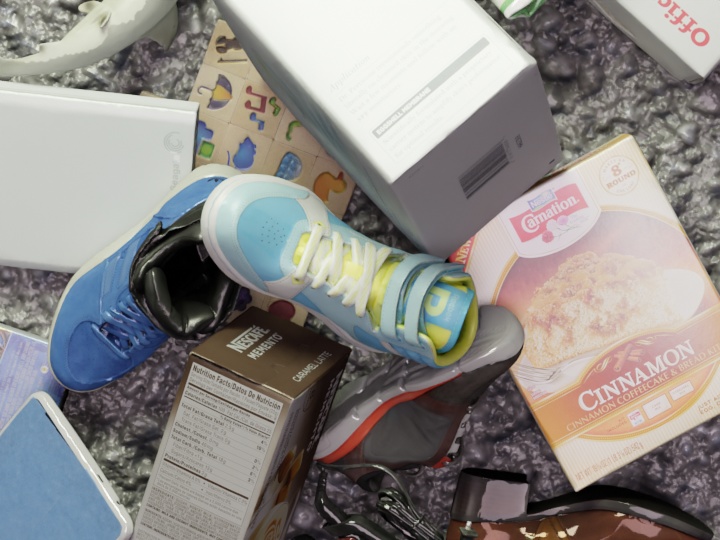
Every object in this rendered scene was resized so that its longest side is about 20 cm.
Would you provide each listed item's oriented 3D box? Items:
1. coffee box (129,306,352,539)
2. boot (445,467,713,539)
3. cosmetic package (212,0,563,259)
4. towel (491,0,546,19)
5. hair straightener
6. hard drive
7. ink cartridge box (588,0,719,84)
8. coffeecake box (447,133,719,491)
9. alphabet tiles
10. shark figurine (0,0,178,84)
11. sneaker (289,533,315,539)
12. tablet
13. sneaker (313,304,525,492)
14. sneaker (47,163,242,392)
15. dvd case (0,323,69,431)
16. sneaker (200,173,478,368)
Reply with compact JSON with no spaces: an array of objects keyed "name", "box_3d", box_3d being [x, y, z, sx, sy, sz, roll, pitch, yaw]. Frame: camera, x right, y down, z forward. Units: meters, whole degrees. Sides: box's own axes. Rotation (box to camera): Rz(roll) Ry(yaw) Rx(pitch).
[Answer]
[{"name":"coffee box","box_3d":[-0.088,0.139,1.542,0.080,0.114,0.200,24,112,12]},{"name":"boot","box_3d":[0.144,0.252,1.605,0.188,0.068,0.200,7,95,-1]},{"name":"cosmetic package","box_3d":[0.015,-0.133,1.482,0.123,0.199,0.200,-40,72,-2]},{"name":"towel","box_3d":[0.104,-0.280,1.540,0.153,0.023,0.200,-39,64,8]},{"name":"hair straightener","box_3d":[0.049,0.195,1.576,0.200,0.041,0.077,44,104,4]},{"name":"hard drive","box_3d":[-0.217,-0.063,1.579,0.200,0.026,0.132,6,114,0]},{"name":"ink cartridge box","box_3d":[0.244,-0.248,1.563,0.145,0.083,0.200,42,93,-2]},{"name":"coffeecake box","box_3d":[0.167,0.027,1.587,0.153,0.073,0.200,-29,93,3]},{"name":"alphabet tiles","box_3d":[-0.089,-0.068,1.614,0.167,0.008,0.200,21,93,-1]},{"name":"shark figurine","box_3d":[-0.170,-0.170,1.576,0.214,0.090,0.128,-42,59,-5]},{"name":"sneaker","box_3d":[0.008,0.260,1.573,0.079,0.074,0.200,-29,54,-10]},{"name":"tablet","box_3d":[-0.245,0.195,1.572,0.200,0.014,0.130,-49,63,23]},{"name":"sneaker","box_3d":[0.052,0.093,1.572,0.082,0.077,0.200,43,130,-17]},{"name":"sneaker","box_3d":[-0.146,0.023,1.537,0.077,0.111,0.200,41,107,-18]},{"name":"dvd case","box_3d":[-0.315,0.093,1.619,0.200,0.018,0.143,19,94,-2]},{"name":"sneaker","box_3d":[0.000,0.000,1.467,0.200,0.131,0.080,29,80,-40]}]
